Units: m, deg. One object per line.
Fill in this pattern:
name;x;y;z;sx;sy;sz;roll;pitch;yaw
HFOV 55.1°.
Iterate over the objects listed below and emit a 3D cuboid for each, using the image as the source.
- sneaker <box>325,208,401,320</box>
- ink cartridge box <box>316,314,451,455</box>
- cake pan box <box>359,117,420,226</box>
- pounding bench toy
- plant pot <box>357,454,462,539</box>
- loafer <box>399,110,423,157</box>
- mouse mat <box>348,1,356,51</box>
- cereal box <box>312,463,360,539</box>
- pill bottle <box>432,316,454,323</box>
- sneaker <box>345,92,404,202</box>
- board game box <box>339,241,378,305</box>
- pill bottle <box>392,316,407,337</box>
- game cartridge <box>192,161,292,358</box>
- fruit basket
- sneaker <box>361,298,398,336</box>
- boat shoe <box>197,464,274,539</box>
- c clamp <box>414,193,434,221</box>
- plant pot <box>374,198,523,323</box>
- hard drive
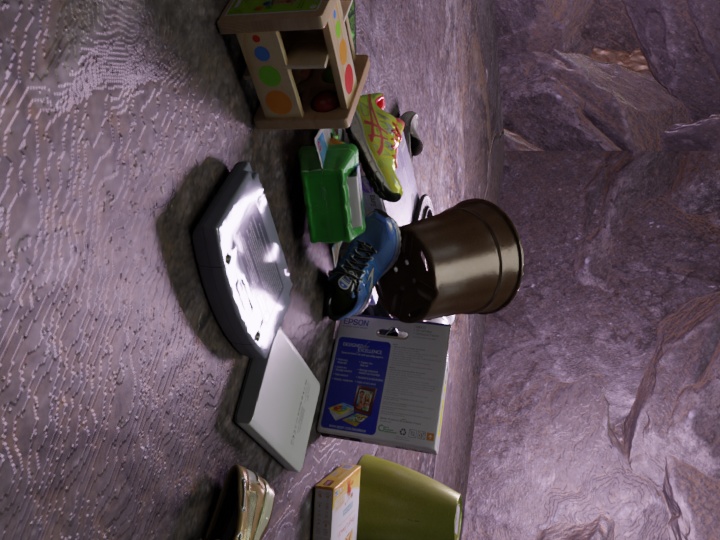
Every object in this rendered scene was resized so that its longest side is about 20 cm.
sneaker;0.000;0.000;1.071;0.089;0.077;0.204;-36;152;-59
ink cartridge box;0.043;0.179;1.119;0.047;0.192;0.205;68;31;-59
cake pan box;0.050;-0.141;1.222;0.187;0.051;0.203;-71;151;-45
pounding bench toy;-0.059;-0.284;0.826;0.158;0.121;0.204;73;26;-48
plant pot;0.092;0.465;1.322;0.187;0.194;0.193;3;90;-72
loafer;0.100;-0.262;1.445;0.071;0.068;0.203;73;26;-47
mouse mat;-0.037;-0.373;1.083;0.200;0.007;0.166;-41;132;-66
cereal box;-0.041;0.442;1.148;0.143;0.038;0.207;-1;94;-73
pill bottle;0.183;0.072;1.702;0.114;0.110;0.204;69;29;-52
sneaker;0.034;-0.201;1.074;0.078;0.088;0.204;78;-9;-68
board game box;0.019;-0.060;1.248;0.136;0.033;0.203;68;29;-42
pill bottle;0.082;0.081;1.378;0.202;0.106;0.111;-69;155;-44
game cartridge;-0.131;-0.002;0.790;0.135;0.040;0.203;-65;152;-43
fruit basket;-0.028;-0.132;1.011;0.201;0.091;0.190;-64;151;-60
sneaker;0.033;0.097;1.254;0.076;0.085;0.204;68;29;-52
boat shoe;-0.152;0.311;0.742;0.077;0.070;0.204;54;32;-42
c clamp;0.122;-0.035;1.333;0.172;0.026;0.205;55;42;-52
plant pot;0.136;-0.008;1.147;0.195;0.198;0.207;-12;107;-40
hard drive;-0.104;0.173;0.920;0.201;0.026;0.135;66;31;-56
